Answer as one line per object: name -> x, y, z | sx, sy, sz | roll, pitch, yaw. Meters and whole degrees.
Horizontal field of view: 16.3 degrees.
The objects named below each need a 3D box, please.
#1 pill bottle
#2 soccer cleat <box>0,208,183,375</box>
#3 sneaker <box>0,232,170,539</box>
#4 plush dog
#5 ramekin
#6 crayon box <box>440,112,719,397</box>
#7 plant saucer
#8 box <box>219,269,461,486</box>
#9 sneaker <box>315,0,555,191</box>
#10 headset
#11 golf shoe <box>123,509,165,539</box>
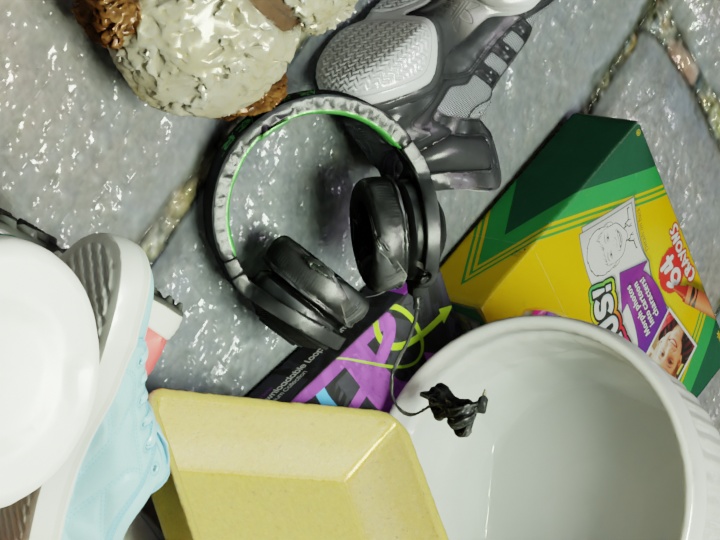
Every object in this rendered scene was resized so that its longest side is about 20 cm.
pill bottle -> -0.214, 0.028, 1.067 | 0.113, 0.199, 0.114 | -13, 108, -46
soccer cleat -> -0.169, 0.013, 1.218 | 0.200, 0.068, 0.073 | 29, 87, -47
sneaker -> -0.126, 0.071, 1.205 | 0.082, 0.074, 0.201 | 0, 123, -40
plush dog -> -0.055, -0.151, 1.264 | 0.172, 0.160, 0.200 | -50, 136, 3
ramekin -> 0.114, 0.129, 1.409 | 0.105, 0.199, 0.201 | 16, 86, -59
crayon box -> 0.137, 0.035, 1.559 | 0.173, 0.058, 0.200 | -49, 130, -29
plant saucer -> -0.026, 0.166, 1.307 | 0.200, 0.048, 0.201 | 10, 52, -48
box -> -0.006, 0.107, 1.435 | 0.200, 0.036, 0.143 | -42, 126, -33
sneaker -> 0.063, -0.114, 1.438 | 0.200, 0.075, 0.114 | -36, 124, -30
headset -> 0.000, 0.000, 1.350 | 0.123, 0.094, 0.200 | -34, 109, -7
golf shoe -> -0.095, 0.177, 1.308 | 0.200, 0.097, 0.079 | 44, 68, -41
